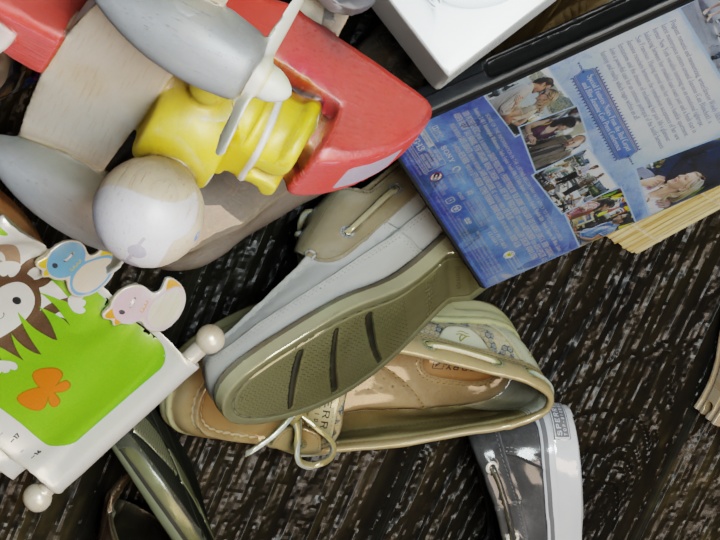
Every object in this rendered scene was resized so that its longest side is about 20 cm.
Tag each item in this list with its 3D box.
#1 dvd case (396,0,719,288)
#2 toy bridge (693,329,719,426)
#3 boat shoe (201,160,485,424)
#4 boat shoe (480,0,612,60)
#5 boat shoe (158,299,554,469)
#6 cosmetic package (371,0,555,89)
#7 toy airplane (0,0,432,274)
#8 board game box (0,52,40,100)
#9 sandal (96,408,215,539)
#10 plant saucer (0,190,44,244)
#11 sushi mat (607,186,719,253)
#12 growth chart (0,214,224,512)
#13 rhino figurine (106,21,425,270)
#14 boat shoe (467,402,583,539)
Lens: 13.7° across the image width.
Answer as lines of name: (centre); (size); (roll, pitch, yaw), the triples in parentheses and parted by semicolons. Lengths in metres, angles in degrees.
dvd case: (0.120, -0.070, 1.331); (0.200, 0.018, 0.143); (-24, 144, 9)
toy bridge: (0.236, -0.004, 1.597); (0.067, 0.027, 0.200); (22, 105, -37)
boat shoe: (0.000, 0.000, 1.420); (0.200, 0.068, 0.075); (-32, 154, -23)
boat shoe: (0.124, -0.111, 1.354); (0.069, 0.074, 0.200); (35, 132, -19)
boat shoe: (0.000, 0.054, 1.470); (0.200, 0.063, 0.073); (-8, 123, -26)
cosmetic package: (0.032, -0.201, 1.267); (0.151, 0.052, 0.200); (-38, 90, -7)
toy airplane: (-0.093, -0.071, 1.203); (0.199, 0.141, 0.200); (-7, 156, 23)
board game box: (-0.236, -0.126, 1.233); (0.199, 0.043, 0.200); (-30, 130, -10)
sandal: (-0.096, 0.146, 1.466); (0.057, 0.080, 0.201); (-18, 127, -3)
plant saucer: (-0.223, 0.044, 1.350); (0.200, 0.037, 0.200); (-15, 124, -23)
sushi mat: (0.182, -0.065, 1.467); (0.200, 0.012, 0.096); (-29, 141, 33)
growth chart: (-0.168, 0.035, 1.326); (0.200, 0.018, 0.145); (26, 114, -37)
rhino figurine: (-0.032, -0.063, 1.362); (0.200, 0.087, 0.060); (-29, 130, -13)
boat shoe: (0.081, 0.160, 1.586); (0.066, 0.070, 0.200); (-7, 126, -7)
